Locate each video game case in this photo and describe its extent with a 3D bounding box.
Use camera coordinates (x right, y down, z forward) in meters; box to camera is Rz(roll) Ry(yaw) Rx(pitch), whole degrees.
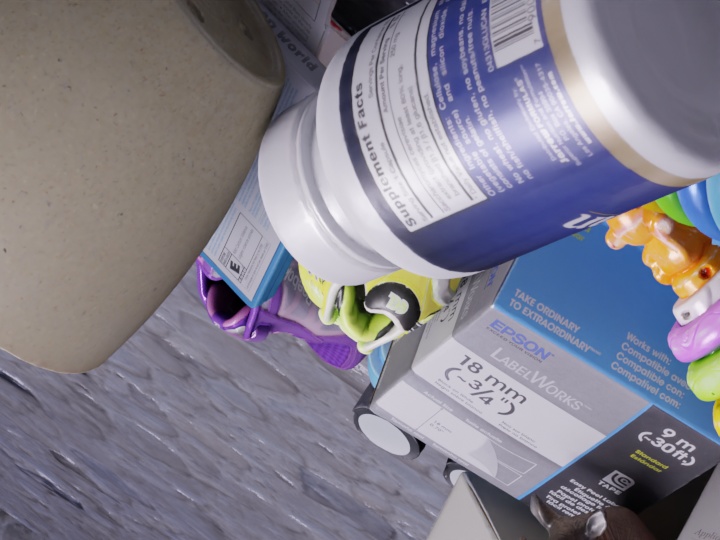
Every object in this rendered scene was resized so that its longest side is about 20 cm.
[{"bbox_3d":[-0.091,-0.095,1.092,0.200,0.018,0.143,46,140,15],"label":"video game case"}]

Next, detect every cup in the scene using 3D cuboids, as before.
[{"bbox_3d":[-0.117,-0.079,0.989,0.200,0.143,0.201,49,-163,-20],"label":"cup"}]

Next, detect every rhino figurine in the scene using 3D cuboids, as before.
[{"bbox_3d":[0.126,0.164,1.161,0.060,0.088,0.200,15,166,40],"label":"rhino figurine"}]

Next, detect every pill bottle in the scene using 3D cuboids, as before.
[{"bbox_3d":[0.053,-0.061,0.922,0.199,0.111,0.111,-23,123,43],"label":"pill bottle"}]

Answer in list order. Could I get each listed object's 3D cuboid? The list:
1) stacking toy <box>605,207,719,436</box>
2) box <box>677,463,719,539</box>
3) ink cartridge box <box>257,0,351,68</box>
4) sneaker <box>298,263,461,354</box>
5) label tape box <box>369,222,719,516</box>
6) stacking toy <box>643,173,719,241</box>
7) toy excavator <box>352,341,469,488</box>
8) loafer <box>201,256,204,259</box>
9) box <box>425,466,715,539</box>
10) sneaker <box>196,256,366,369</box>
[{"bbox_3d":[0.179,0.031,1.042,0.200,0.116,0.110,46,-172,-2],"label":"stacking toy"},{"bbox_3d":[0.221,0.168,1.151,0.097,0.201,0.125,13,152,42],"label":"box"},{"bbox_3d":[-0.060,-0.154,1.072,0.161,0.050,0.200,46,146,15],"label":"ink cartridge box"},{"bbox_3d":[0.000,0.000,1.165,0.075,0.077,0.200,35,163,-6],"label":"sneaker"},{"bbox_3d":[0.113,0.042,1.131,0.144,0.064,0.200,31,144,-11],"label":"label tape box"},{"bbox_3d":[0.138,-0.051,0.961,0.200,0.086,0.085,20,157,50],"label":"stacking toy"},{"bbox_3d":[0.094,0.050,1.279,0.194,0.100,0.200,28,152,16],"label":"toy excavator"},{"bbox_3d":[-0.090,-0.085,1.192,0.063,0.072,0.201,108,139,-69],"label":"loafer"},{"bbox_3d":[0.138,0.153,1.268,0.069,0.199,0.082,64,141,40],"label":"box"},{"bbox_3d":[-0.055,0.011,1.435,0.080,0.089,0.200,20,158,34],"label":"sneaker"}]
